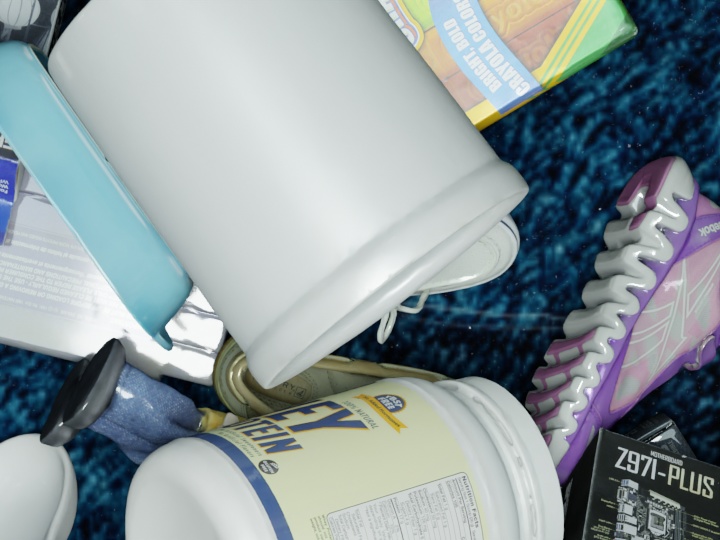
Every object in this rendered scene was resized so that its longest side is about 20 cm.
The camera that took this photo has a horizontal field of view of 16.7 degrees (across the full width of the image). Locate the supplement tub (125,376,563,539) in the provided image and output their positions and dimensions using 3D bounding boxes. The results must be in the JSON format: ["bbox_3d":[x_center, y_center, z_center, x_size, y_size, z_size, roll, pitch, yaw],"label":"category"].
[{"bbox_3d":[-0.007,0.138,1.291,0.199,0.145,0.146,-15,92,-32],"label":"supplement tub"}]

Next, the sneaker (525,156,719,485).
[{"bbox_3d":[0.164,0.038,1.402,0.088,0.080,0.201,30,80,-14],"label":"sneaker"}]

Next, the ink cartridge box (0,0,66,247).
[{"bbox_3d":[-0.225,-0.121,1.387,0.099,0.039,0.201,12,77,-3],"label":"ink cartridge box"}]

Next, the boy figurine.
[{"bbox_3d":[-0.083,0.117,1.391,0.200,0.124,0.065,35,55,-19],"label":"boy figurine"}]

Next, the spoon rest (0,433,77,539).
[{"bbox_3d":[-0.180,0.160,1.359,0.099,0.200,0.061,-43,133,-2],"label":"spoon rest"}]

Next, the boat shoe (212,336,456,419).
[{"bbox_3d":[0.014,0.086,1.402,0.200,0.063,0.074,23,90,-12],"label":"boat shoe"}]

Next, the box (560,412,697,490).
[{"bbox_3d":[0.163,0.208,1.425,0.157,0.051,0.201,-31,93,0],"label":"box"}]

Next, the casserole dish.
[{"bbox_3d":[-0.146,-0.049,1.305,0.039,0.121,0.200,-36,92,0],"label":"casserole dish"}]

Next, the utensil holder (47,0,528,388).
[{"bbox_3d":[-0.040,-0.068,1.247,0.170,0.170,0.200,-38,84,0],"label":"utensil holder"}]

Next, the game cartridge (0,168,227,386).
[{"bbox_3d":[-0.167,-0.014,1.419,0.199,0.038,0.130,14,95,-2],"label":"game cartridge"}]

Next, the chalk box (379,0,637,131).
[{"bbox_3d":[0.035,-0.130,1.375,0.199,0.124,0.125,-32,92,-1],"label":"chalk box"}]

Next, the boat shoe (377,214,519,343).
[{"bbox_3d":[0.000,-0.004,1.374,0.201,0.086,0.075,5,123,-18],"label":"boat shoe"}]

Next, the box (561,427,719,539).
[{"bbox_3d":[0.196,0.198,1.315,0.199,0.086,0.164,18,48,-5],"label":"box"}]
